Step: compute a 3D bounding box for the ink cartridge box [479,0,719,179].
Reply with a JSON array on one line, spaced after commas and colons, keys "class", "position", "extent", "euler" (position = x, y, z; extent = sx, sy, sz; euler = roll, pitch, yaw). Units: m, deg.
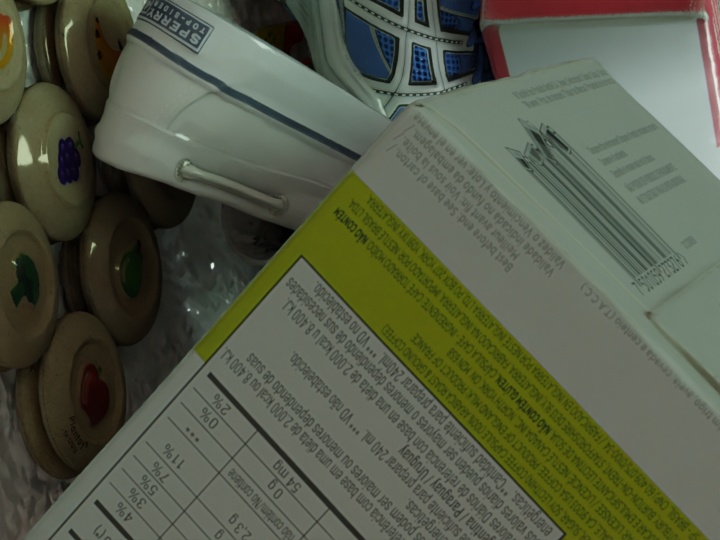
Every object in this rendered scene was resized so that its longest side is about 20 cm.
[{"class": "ink cartridge box", "position": [0.103, -0.131, 0.947], "extent": [0.145, 0.083, 0.201], "euler": [67, 25, -54]}]

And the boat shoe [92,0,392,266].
[{"class": "boat shoe", "position": [-0.021, -0.031, 0.835], "extent": [0.200, 0.073, 0.066], "euler": [29, 92, -49]}]

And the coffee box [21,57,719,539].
[{"class": "coffee box", "position": [0.051, 0.080, 0.740], "extent": [0.200, 0.198, 0.200], "euler": [45, 19, 9]}]

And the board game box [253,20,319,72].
[{"class": "board game box", "position": [0.000, 0.000, 0.965], "extent": [0.095, 0.030, 0.201], "euler": [-27, 107, -65]}]

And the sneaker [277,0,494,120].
[{"class": "sneaker", "position": [0.020, -0.095, 0.913], "extent": [0.200, 0.077, 0.076], "euler": [58, 27, -31]}]

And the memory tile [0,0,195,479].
[{"class": "memory tile", "position": [-0.104, -0.050, 0.747], "extent": [0.200, 0.017, 0.154], "euler": [61, 32, -42]}]
